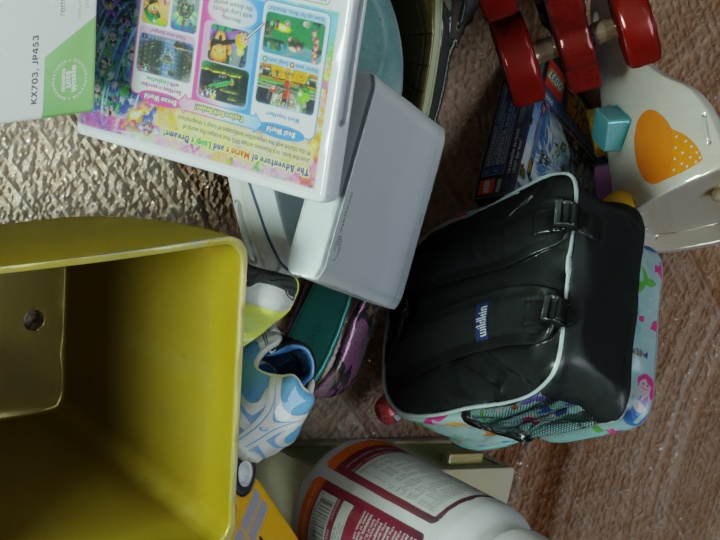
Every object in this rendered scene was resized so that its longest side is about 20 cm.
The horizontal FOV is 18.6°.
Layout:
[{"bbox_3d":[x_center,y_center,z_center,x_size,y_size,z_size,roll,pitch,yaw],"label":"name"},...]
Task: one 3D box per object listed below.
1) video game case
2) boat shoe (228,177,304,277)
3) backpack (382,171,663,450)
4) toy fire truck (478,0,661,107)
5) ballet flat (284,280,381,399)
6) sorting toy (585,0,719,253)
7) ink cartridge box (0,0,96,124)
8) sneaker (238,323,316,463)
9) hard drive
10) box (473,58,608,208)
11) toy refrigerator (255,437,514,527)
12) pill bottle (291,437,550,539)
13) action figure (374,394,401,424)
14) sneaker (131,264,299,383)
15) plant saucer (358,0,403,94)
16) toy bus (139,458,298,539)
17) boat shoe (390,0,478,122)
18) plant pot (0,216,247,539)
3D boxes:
[{"bbox_3d":[-0.086,-0.153,1.360,0.024,0.199,0.183,-12,114,-56],"label":"video game case"},{"bbox_3d":[-0.076,-0.088,1.479,0.074,0.086,0.203,-14,85,-46],"label":"boat shoe"},{"bbox_3d":[0.112,0.039,1.557,0.150,0.199,0.179,29,57,-38],"label":"backpack"},{"bbox_3d":[0.129,-0.226,1.548,0.111,0.169,0.201,-18,135,5],"label":"toy fire truck"},{"bbox_3d":[0.000,0.000,1.593,0.071,0.069,0.201,10,104,-61],"label":"ballet flat"},{"bbox_3d":[0.213,-0.118,1.663,0.200,0.106,0.181,46,28,-70],"label":"sorting toy"},{"bbox_3d":[-0.256,-0.144,1.300,0.199,0.067,0.118,-12,114,-39],"label":"ink cartridge box"},{"bbox_3d":[-0.062,0.065,1.472,0.072,0.200,0.072,-31,110,7],"label":"sneaker"},{"bbox_3d":[0.008,-0.049,1.444,0.200,0.027,0.133,23,83,-73],"label":"hard drive"},{"bbox_3d":[0.161,-0.056,1.690,0.200,0.040,0.138,48,47,-41],"label":"box"},{"bbox_3d":[0.017,0.165,1.655,0.199,0.076,0.070,4,103,-42],"label":"toy refrigerator"},{"bbox_3d":[0.051,0.196,1.506,0.109,0.199,0.110,-16,116,-36],"label":"pill bottle"},{"bbox_3d":[0.086,0.072,1.690,0.199,0.065,0.052,-22,111,-36],"label":"action figure"},{"bbox_3d":[-0.101,0.038,1.411,0.075,0.200,0.077,17,73,-26],"label":"sneaker"},{"bbox_3d":[-0.031,-0.159,1.454,0.200,0.039,0.202,17,65,-41],"label":"plant saucer"},{"bbox_3d":[-0.086,0.194,1.480,0.200,0.065,0.079,60,42,-43],"label":"toy bus"},{"bbox_3d":[0.054,-0.192,1.557,0.066,0.072,0.202,-6,105,-35],"label":"boat shoe"},{"bbox_3d":[-0.201,0.062,1.343,0.199,0.176,0.201,-8,110,-32],"label":"plant pot"}]
